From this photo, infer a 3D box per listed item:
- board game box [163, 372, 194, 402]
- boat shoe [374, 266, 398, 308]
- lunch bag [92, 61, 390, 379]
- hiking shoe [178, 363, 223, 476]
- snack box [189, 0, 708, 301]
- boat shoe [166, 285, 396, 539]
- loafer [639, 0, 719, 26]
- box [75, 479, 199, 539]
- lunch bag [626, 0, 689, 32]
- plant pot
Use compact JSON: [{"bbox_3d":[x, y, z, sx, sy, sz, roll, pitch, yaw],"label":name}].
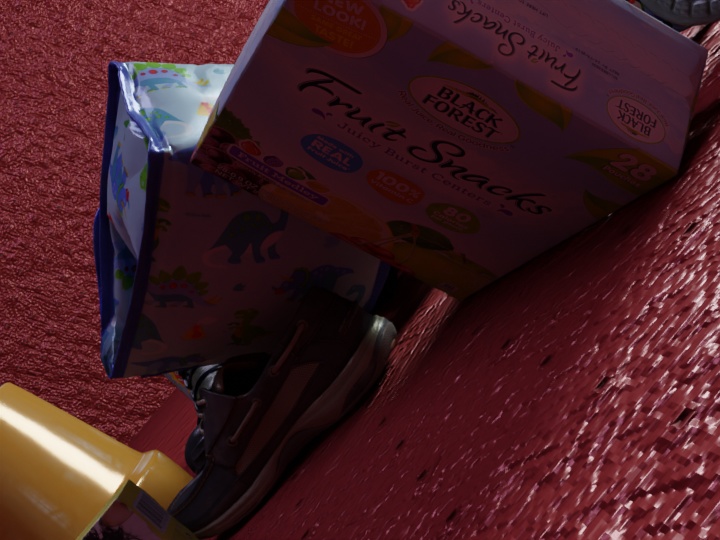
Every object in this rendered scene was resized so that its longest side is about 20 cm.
[{"bbox_3d":[-0.109,0.053,1.090,0.200,0.103,0.105,-43,8,46],"label":"board game box"},{"bbox_3d":[0.000,-0.001,0.839,0.065,0.073,0.201,-20,-17,-17],"label":"boat shoe"},{"bbox_3d":[-0.073,-0.022,0.678,0.128,0.167,0.202,-122,35,-46],"label":"lunch bag"},{"bbox_3d":[-0.106,0.089,0.814,0.076,0.100,0.200,-49,1,13],"label":"hiking shoe"},{"bbox_3d":[0.026,-0.072,0.499,0.200,0.167,0.068,-40,27,63],"label":"snack box"},{"bbox_3d":[-0.062,0.084,0.674,0.200,0.073,0.075,-47,6,20],"label":"boat shoe"},{"bbox_3d":[0.205,-0.188,0.485,0.200,0.075,0.070,-41,-3,29],"label":"loafer"},{"bbox_3d":[-0.181,0.228,0.656,0.201,0.075,0.050,-50,5,1],"label":"box"},{"bbox_3d":[0.083,-0.136,0.596,0.150,0.197,0.096,-19,68,56],"label":"lunch bag"},{"bbox_3d":[-0.258,0.197,0.887,0.201,0.183,0.200,-48,6,6],"label":"plant pot"}]
